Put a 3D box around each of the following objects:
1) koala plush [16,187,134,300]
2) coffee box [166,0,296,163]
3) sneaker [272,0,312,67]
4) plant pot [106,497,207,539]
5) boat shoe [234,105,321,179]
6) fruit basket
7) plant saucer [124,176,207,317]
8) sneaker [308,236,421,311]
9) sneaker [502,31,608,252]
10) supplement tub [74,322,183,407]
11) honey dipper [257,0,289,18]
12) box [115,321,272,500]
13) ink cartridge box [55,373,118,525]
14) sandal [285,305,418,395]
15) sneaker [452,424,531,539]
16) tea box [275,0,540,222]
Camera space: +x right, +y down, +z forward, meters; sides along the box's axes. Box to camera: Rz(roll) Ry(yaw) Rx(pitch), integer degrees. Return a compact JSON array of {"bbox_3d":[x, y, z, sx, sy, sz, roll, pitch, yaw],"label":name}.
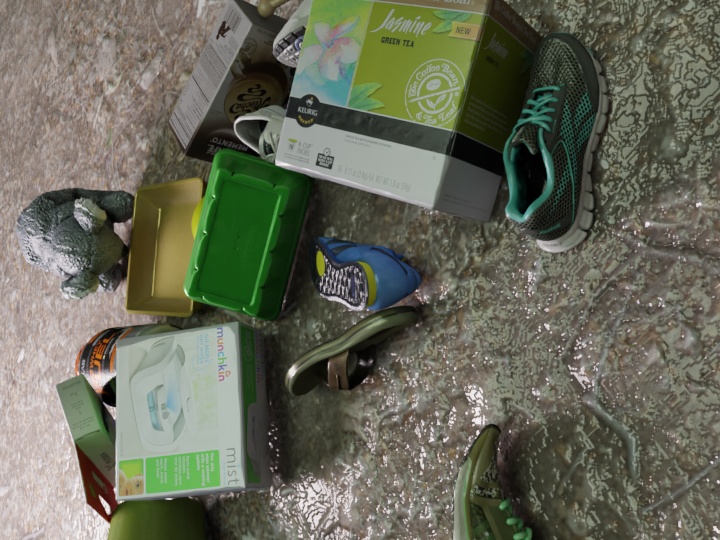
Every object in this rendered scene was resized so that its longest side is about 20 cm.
[{"bbox_3d":[-0.441,-0.042,1.191,0.200,0.181,0.180,29,107,59],"label":"koala plush"},{"bbox_3d":[-0.161,-0.244,1.016,0.201,0.112,0.080,-55,51,25],"label":"coffee box"},{"bbox_3d":[-0.027,-0.311,0.886,0.199,0.074,0.088,-29,54,31],"label":"sneaker"},{"bbox_3d":[-0.273,0.409,1.004,0.199,0.198,0.192,-33,51,37],"label":"plant pot"},{"bbox_3d":[-0.093,-0.154,0.934,0.199,0.065,0.075,29,129,51],"label":"boat shoe"},{"bbox_3d":[-0.156,-0.049,0.993,0.216,0.153,0.219,-164,90,-88],"label":"fruit basket"},{"bbox_3d":[-0.285,-0.031,1.156,0.198,0.048,0.203,-1,83,45],"label":"plant saucer"},{"bbox_3d":[0.000,0.000,0.865,0.200,0.077,0.067,-156,60,-62],"label":"sneaker"},{"bbox_3d":[0.170,-0.121,0.680,0.077,0.090,0.204,-4,82,43],"label":"sneaker"},{"bbox_3d":[-0.342,0.144,1.136,0.198,0.122,0.125,-9,78,44],"label":"supplement tub"},{"bbox_3d":[-0.041,-0.360,0.920,0.198,0.038,0.038,-25,66,20],"label":"honey dipper"},{"bbox_3d":[-0.211,0.182,0.965,0.174,0.097,0.203,-8,74,13],"label":"box"},{"bbox_3d":[-0.363,0.269,1.076,0.201,0.044,0.177,91,154,-58],"label":"ink cartridge box"},{"bbox_3d":[-0.013,0.102,0.847,0.200,0.079,0.058,-34,75,37],"label":"sandal"},{"bbox_3d":[0.130,0.245,0.692,0.087,0.077,0.204,3,86,17],"label":"sneaker"},{"bbox_3d":[0.045,-0.172,0.758,0.198,0.133,0.200,18,97,32],"label":"tea box"}]
